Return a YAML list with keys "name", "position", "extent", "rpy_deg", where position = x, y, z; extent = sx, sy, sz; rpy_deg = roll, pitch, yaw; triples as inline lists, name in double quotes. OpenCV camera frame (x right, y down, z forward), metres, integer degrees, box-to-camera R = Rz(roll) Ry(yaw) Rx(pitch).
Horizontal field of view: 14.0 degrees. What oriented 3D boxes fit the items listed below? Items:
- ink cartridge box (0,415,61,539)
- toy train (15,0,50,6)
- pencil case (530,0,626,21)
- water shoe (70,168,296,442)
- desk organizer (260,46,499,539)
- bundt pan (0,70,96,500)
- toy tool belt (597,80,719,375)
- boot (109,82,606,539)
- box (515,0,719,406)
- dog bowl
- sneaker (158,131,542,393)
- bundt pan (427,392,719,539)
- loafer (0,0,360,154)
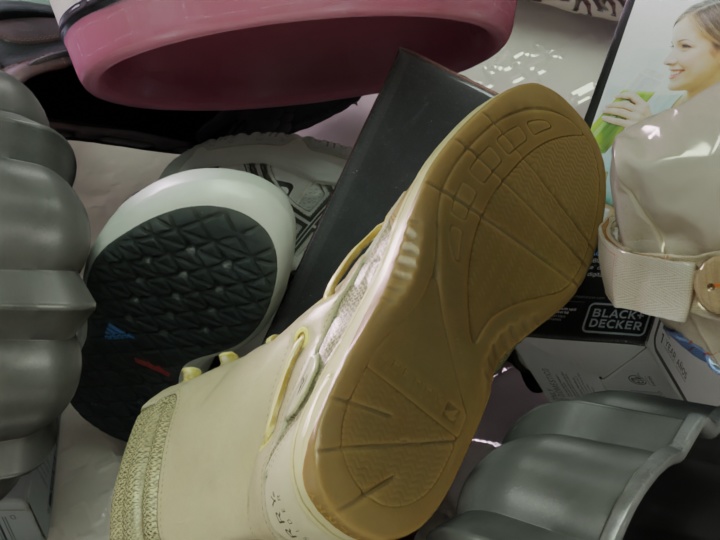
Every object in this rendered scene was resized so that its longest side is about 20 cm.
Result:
- name: "ink cartridge box"
  position: [-0.222, 0.025, 1.241]
  extent: [0.199, 0.041, 0.200]
  rpy_deg: [-2, 57, 8]
- name: "toy train"
  position: [-0.214, -0.078, 1.239]
  extent: [0.200, 0.085, 0.114]
  rpy_deg: [-40, 69, -17]
- name: "pencil case"
  position: [0.062, -0.156, 1.283]
  extent: [0.200, 0.078, 0.089]
  rpy_deg: [17, 37, 19]
- name: "water shoe"
  position: [-0.069, -0.004, 1.143]
  extent: [0.071, 0.200, 0.079]
  rpy_deg: [27, 58, -7]
- name: "desk organizer"
  position: [0.014, 0.022, 1.125]
  extent: [0.072, 0.077, 0.200]
  rpy_deg: [27, 97, 17]
- name: "bundt pan"
  position: [-0.168, 0.006, 1.121]
  extent: [0.076, 0.202, 0.202]
  rpy_deg: [2, 47, -37]
- name: "toy tool belt"
  position: [0.152, -0.002, 1.018]
  extent: [0.125, 0.200, 0.123]
  rpy_deg: [-24, 84, 15]
- name: "boot"
  position: [-0.003, 0.027, 1.043]
  extent: [0.073, 0.155, 0.200]
  rpy_deg: [41, 55, -18]
- name: "box"
  position: [0.133, -0.025, 1.164]
  extent: [0.060, 0.117, 0.200]
  rpy_deg: [4, 59, 30]
- name: "dog bowl"
  position: [-0.028, -0.113, 1.114]
  extent: [0.200, 0.200, 0.074]
  rpy_deg: [-8, 83, 5]
- name: "sneaker"
  position: [0.000, 0.000, 1.200]
  extent: [0.200, 0.076, 0.088]
  rpy_deg: [8, 70, 21]
- name: "bundt pan"
  position: [0.073, 0.131, 1.027]
  extent: [0.076, 0.202, 0.202]
  rpy_deg: [20, 63, 27]
- name: "loafer"
  position: [-0.078, -0.075, 1.219]
  extent: [0.200, 0.072, 0.063]
  rpy_deg: [-2, 22, -31]
